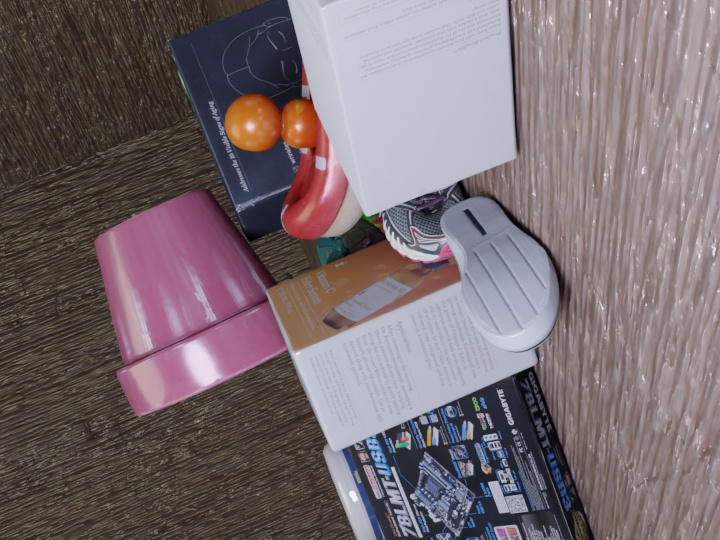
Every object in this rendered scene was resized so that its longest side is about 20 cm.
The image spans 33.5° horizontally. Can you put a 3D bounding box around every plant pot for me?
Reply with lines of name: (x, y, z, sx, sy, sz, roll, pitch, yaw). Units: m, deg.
plant pot: (-0.174, 0.025, 1.205, 0.180, 0.199, 0.200, 65, 174, -2)

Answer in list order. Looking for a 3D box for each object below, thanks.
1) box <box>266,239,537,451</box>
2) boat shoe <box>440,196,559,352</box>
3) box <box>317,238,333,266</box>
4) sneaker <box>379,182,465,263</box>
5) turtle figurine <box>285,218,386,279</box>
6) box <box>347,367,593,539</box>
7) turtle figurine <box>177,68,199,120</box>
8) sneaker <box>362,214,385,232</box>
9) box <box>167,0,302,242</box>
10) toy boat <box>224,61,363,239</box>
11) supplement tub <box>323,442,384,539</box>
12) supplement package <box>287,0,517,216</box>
box: (0.033, 0.050, 1.082, 0.152, 0.199, 0.107, -127, 15, -66)
boat shoe: (0.114, 0.011, 0.916, 0.071, 0.072, 0.200, 61, -172, -28)
box: (-0.030, -0.099, 1.561, 0.082, 0.049, 0.201, 78, -172, -61)
sneaker: (0.043, -0.088, 1.079, 0.075, 0.080, 0.201, 78, 169, -51)
turtle figurine: (0.000, 0.000, 1.263, 0.200, 0.149, 0.101, 48, 137, 27)
box: (0.096, 0.195, 1.131, 0.050, 0.198, 0.201, -38, -70, -55)
turtle figurine: (-0.103, -0.218, 1.414, 0.200, 0.193, 0.145, 120, 126, -86)
sneaker: (0.028, -0.066, 1.443, 0.200, 0.076, 0.084, 71, -153, -71)
box: (-0.068, -0.167, 1.238, 0.124, 0.196, 0.201, 90, 158, -75)
toy boat: (-0.055, -0.128, 1.061, 0.131, 0.130, 0.201, -130, 40, -74)
supplement tub: (0.067, 0.249, 1.510, 0.145, 0.199, 0.146, 158, 90, -84)
supplement package: (0.024, -0.156, 0.795, 0.200, 0.121, 0.120, 77, 170, -54)
